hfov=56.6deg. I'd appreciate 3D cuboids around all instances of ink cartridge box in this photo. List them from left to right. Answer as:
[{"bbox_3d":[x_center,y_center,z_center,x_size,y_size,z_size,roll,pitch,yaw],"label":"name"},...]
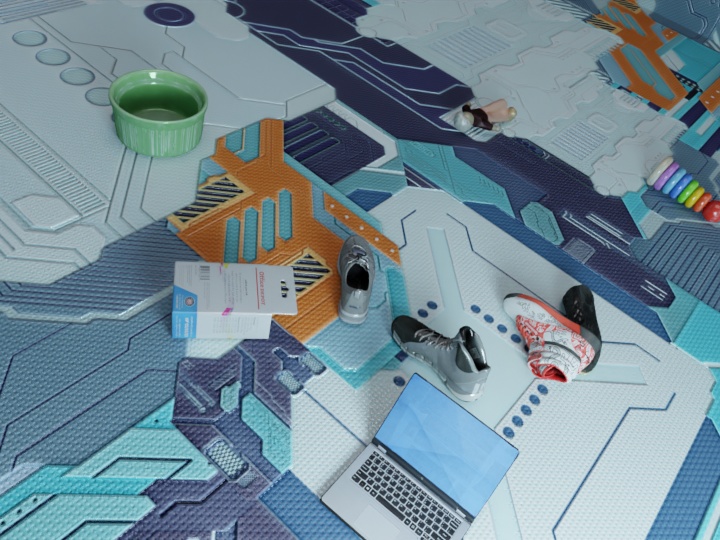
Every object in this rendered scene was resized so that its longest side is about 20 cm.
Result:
[{"bbox_3d":[-0.210,0.050,1.114,0.197,0.068,0.116,2,46,-14],"label":"ink cartridge box"}]

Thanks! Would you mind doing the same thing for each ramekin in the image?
[{"bbox_3d":[-0.422,-0.327,1.404,0.197,0.098,0.201,9,44,-9],"label":"ramekin"}]

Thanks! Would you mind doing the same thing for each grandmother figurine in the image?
[{"bbox_3d":[0.312,-0.401,1.733,0.199,0.061,0.121,-23,48,-37],"label":"grandmother figurine"}]

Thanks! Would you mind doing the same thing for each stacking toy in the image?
[{"bbox_3d":[0.821,-0.194,1.672,0.200,0.086,0.085,43,49,16],"label":"stacking toy"}]

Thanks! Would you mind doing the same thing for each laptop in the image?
[{"bbox_3d":[0.082,0.287,0.931,0.186,0.117,0.200,35,46,19],"label":"laptop"}]

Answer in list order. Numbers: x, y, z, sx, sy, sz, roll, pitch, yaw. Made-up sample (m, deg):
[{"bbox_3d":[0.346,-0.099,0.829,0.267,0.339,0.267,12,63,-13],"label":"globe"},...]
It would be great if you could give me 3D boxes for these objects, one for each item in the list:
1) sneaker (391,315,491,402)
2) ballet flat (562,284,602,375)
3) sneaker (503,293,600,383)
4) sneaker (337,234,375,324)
[{"bbox_3d":[0.142,0.116,1.120,0.200,0.116,0.075,40,48,22],"label":"sneaker"},{"bbox_3d":[0.415,0.114,1.264,0.066,0.057,0.201,25,49,-12],"label":"ballet flat"},{"bbox_3d":[0.315,0.122,1.201,0.200,0.068,0.108,31,65,35],"label":"sneaker"},{"bbox_3d":[0.000,0.000,1.217,0.074,0.083,0.201,7,44,-10],"label":"sneaker"}]
